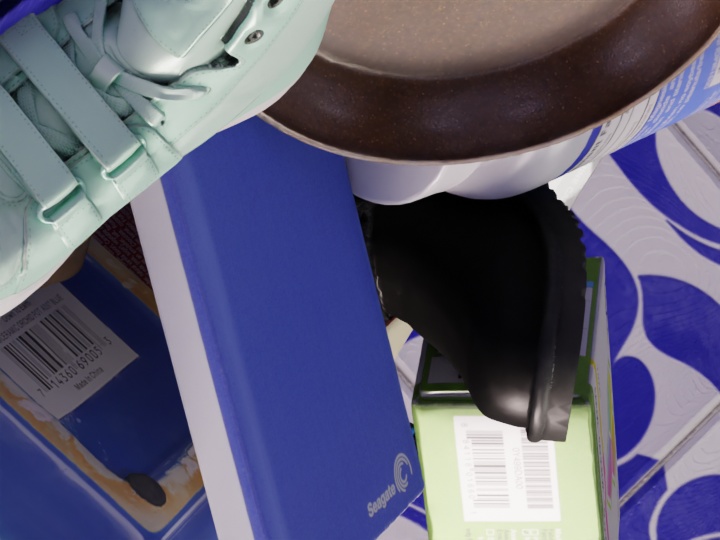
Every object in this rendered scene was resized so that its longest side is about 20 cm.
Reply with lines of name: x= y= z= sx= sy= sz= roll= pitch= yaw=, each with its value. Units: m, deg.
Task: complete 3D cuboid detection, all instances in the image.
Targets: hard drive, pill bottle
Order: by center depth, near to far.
hard drive: x=-0.031 y=0.008 z=1.066 sx=0.025 sy=0.201 sz=0.132 roll=-8 pitch=-166 yaw=25
pill bottle: x=0.067 y=-0.092 z=1.168 sx=0.200 sy=0.112 sz=0.112 roll=-25 pitch=168 yaw=-44

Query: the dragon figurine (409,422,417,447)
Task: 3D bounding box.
dragon figurine: x=-0.013 y=0.084 z=1.219 sx=0.200 sy=0.059 sz=0.100 roll=53 pitch=51 yaw=-74

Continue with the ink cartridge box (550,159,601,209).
ink cartridge box: x=0.065 y=-0.107 z=1.450 sx=0.173 sy=0.044 sz=0.201 roll=4 pitch=128 yaw=-40

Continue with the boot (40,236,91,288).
boot: x=-0.138 y=-0.023 z=0.959 sx=0.200 sy=0.073 sz=0.076 roll=-38 pitch=152 yaw=-64

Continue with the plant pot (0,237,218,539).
plant pot: x=-0.152 y=0.085 z=1.102 sx=0.180 sy=0.200 sz=0.200 roll=-49 pitch=177 yaw=24

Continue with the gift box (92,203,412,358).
gift box: x=-0.075 y=0.034 z=1.377 sx=0.200 sy=0.185 sz=0.187 roll=-33 pitch=164 yaw=-36

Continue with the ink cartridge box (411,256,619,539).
ink cartridge box: x=0.075 y=0.051 z=1.311 sx=0.075 sy=0.148 sz=0.200 roll=0 pitch=-143 yaw=10

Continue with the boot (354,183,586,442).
boot: x=0.000 y=0.002 z=1.186 sx=0.157 sy=0.080 sz=0.211 roll=-1 pitch=-153 yaw=-9

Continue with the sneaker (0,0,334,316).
sneaker: x=-0.081 y=-0.062 z=0.882 sx=0.200 sy=0.074 sz=0.118 roll=-38 pitch=170 yaw=-31

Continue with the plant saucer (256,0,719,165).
plant saucer: x=0.038 y=-0.116 z=1.001 sx=0.200 sy=0.200 sz=0.035 roll=-42 pitch=-137 yaw=30
